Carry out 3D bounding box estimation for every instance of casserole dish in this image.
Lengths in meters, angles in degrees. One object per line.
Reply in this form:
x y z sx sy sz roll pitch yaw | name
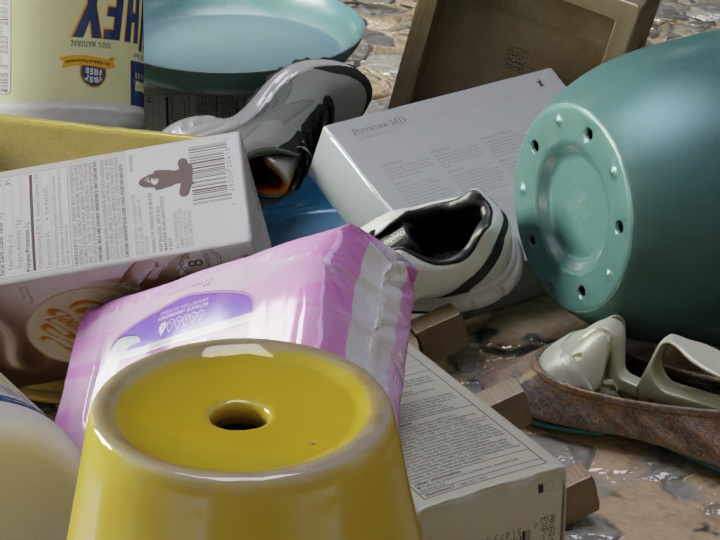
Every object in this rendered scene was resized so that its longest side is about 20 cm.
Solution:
-0.055 -0.026 1.502 0.199 0.039 0.121 -12 28 -24 | casserole dish

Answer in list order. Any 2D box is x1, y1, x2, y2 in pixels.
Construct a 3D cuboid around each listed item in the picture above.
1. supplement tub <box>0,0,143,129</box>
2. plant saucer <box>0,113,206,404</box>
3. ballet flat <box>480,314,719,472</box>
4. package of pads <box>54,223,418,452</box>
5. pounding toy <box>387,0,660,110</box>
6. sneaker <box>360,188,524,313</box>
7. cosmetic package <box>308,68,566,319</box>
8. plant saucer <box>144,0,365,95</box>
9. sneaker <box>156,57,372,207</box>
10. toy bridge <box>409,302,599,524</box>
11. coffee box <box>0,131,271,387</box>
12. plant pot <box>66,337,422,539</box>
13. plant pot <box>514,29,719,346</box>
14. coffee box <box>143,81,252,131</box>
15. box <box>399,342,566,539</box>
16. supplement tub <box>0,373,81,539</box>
-0.219 -0.153 1.501 0.144 0.202 0.145 0 1 0 | supplement tub
-0.183 0.003 1.350 0.198 0.049 0.201 7 56 12 | plant saucer
0.162 0.064 1.277 0.199 0.068 0.068 13 30 26 | ballet flat
-0.066 0.061 1.139 0.199 0.076 0.121 -17 49 36 | package of pads
0.110 -0.157 1.650 0.183 0.201 0.142 22 29 11 | pounding toy
0.000 0.000 1.343 0.199 0.080 0.074 -21 63 -2 | sneaker
0.088 -0.051 1.479 0.199 0.052 0.151 -16 57 -32 | cosmetic package
-0.096 -0.169 1.631 0.198 0.028 0.200 1 24 0 | plant saucer
-0.056 -0.083 1.511 0.079 0.074 0.200 27 41 30 | sneaker
0.064 0.087 1.256 0.067 0.027 0.200 -23 35 -10 | toy bridge
-0.152 -0.001 1.249 0.198 0.115 0.080 -10 57 3 | coffee box
-0.050 0.141 0.964 0.199 0.190 0.201 0 24 0 | plant pot
0.191 -0.045 1.338 0.160 0.202 0.200 -8 26 -28 | plant pot
-0.126 -0.121 1.654 0.198 0.080 0.113 -1 26 -4 | coffee box
0.017 0.103 1.176 0.094 0.078 0.200 -13 28 -25 | box
-0.233 0.099 1.101 0.144 0.146 0.200 -15 29 -30 | supplement tub
